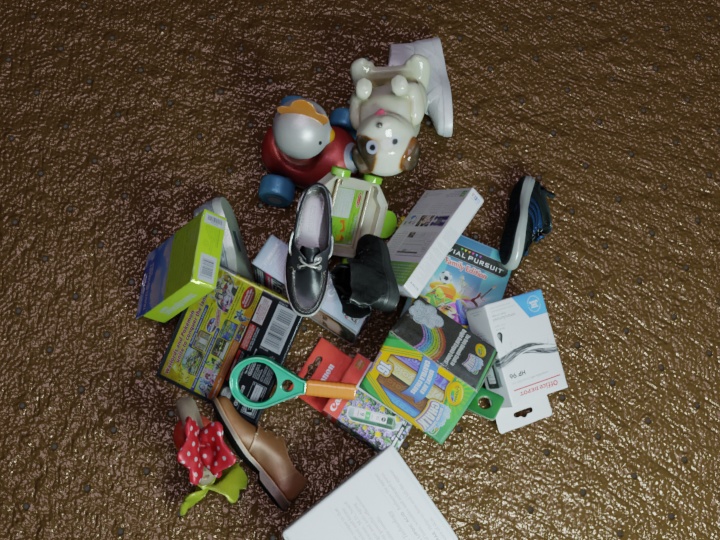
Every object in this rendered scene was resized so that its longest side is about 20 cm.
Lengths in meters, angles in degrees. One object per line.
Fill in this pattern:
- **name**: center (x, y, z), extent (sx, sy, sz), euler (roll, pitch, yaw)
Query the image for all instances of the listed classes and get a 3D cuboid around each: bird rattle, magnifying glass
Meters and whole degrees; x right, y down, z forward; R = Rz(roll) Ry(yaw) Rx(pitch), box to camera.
- **bird rattle**: center (-0.244, 0.262, 1.257), extent (0.111, 0.202, 0.164), euler (-23, 52, -12)
- **magnifying glass**: center (-0.104, 0.178, 1.324), extent (0.195, 0.022, 0.082), euler (6, 95, -2)

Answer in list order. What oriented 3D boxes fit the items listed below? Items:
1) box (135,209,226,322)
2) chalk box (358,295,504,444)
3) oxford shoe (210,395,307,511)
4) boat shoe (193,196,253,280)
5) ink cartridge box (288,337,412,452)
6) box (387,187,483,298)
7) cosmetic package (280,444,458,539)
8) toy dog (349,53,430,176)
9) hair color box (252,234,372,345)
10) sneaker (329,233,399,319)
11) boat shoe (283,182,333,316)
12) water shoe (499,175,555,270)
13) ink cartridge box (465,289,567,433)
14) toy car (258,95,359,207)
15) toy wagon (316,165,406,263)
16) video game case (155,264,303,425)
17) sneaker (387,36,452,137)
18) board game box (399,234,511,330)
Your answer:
- **box**: center (-0.281, 0.000, 1.339), extent (0.047, 0.199, 0.124), euler (21, 59, -31)
- **chalk box**: center (0.122, 0.162, 1.303), extent (0.198, 0.125, 0.125), euler (35, 35, 7)
- **oxford shoe**: center (-0.157, 0.266, 1.323), extent (0.071, 0.071, 0.201), euler (-38, 90, -18)
- **boat shoe**: center (-0.227, -0.016, 1.409), extent (0.070, 0.070, 0.205), euler (-19, 79, 14)
- **ink cartridge box**: center (-0.006, 0.198, 1.363), extent (0.198, 0.050, 0.110), euler (33, 73, 5)
- **box**: center (0.099, -0.047, 1.394), extent (0.036, 0.144, 0.201), euler (44, 73, -23)
- **cosmetic package**: center (0.007, 0.387, 1.246), extent (0.198, 0.165, 0.166), euler (-35, 79, -13)
- **toy dog**: center (0.039, -0.237, 1.409), extent (0.136, 0.197, 0.202), euler (5, 38, 3)
- **hair color box**: center (-0.077, 0.034, 1.382), extent (0.198, 0.099, 0.061), euler (32, 73, 5)
- **sneaker**: center (-0.002, 0.002, 1.321), extent (0.103, 0.060, 0.202), euler (16, 34, -29)
- **boat shoe**: center (-0.075, -0.033, 1.307), extent (0.072, 0.060, 0.205), euler (10, 84, -5)
- **water shoe**: center (0.287, -0.077, 1.440), extent (0.078, 0.072, 0.203), euler (24, 53, -7)
- **ink cartridge box**: center (0.253, 0.144, 1.364), extent (0.114, 0.068, 0.204), euler (-14, 86, -25)
- **toy car**: center (-0.079, -0.215, 1.406), extent (0.173, 0.200, 0.188), euler (13, 72, -1)
- **toy wagon**: center (-0.008, -0.084, 1.420), extent (0.197, 0.039, 0.158), euler (7, 103, -40)
- **video game case**: center (-0.202, 0.112, 1.349), extent (0.178, 0.026, 0.203), euler (25, 95, 3)
- **sneaker**: center (0.100, -0.320, 1.527), extent (0.113, 0.074, 0.204), euler (-6, 64, -5)
- **board game box**: center (0.155, 0.045, 1.427), extent (0.148, 0.047, 0.203), euler (21, 72, 2)
